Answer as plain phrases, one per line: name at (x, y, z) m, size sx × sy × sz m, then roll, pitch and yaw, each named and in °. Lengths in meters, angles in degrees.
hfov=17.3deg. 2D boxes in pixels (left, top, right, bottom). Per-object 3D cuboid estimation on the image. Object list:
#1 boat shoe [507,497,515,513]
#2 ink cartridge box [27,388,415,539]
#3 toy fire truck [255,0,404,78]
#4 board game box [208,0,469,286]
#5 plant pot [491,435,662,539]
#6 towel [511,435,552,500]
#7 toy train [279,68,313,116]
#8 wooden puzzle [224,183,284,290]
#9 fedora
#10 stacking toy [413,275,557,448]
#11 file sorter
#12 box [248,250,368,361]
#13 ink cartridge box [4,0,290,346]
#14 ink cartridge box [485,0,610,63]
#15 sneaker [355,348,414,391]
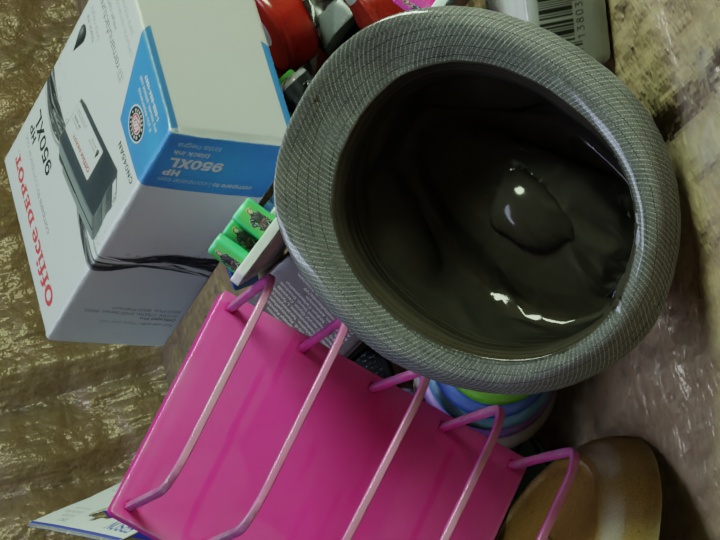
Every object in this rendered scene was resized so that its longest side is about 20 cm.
boat shoe at (0.053, 0.105, 1.438) m, size 0.071 × 0.063 × 0.200 m, roll 38°, pitch -149°, yaw -32°
ink cartridge box at (-0.081, 0.130, 1.419) m, size 0.047 × 0.200 × 0.198 m, roll 65°, pitch 159°, yaw -7°
toy fire truck at (0.008, -0.126, 1.495) m, size 0.168 × 0.112 × 0.200 m, roll 50°, pitch 162°, yaw 12°
board game box at (-0.006, -0.085, 1.274) m, size 0.026 × 0.200 × 0.200 m, roll 37°, pitch -174°, yaw 1°
plant pot at (0.096, 0.176, 1.257) m, size 0.200 × 0.027 × 0.200 m, roll -59°, pitch 15°, yaw 26°
towel at (0.081, 0.181, 1.394) m, size 0.022 × 0.147 × 0.200 m, roll 36°, pitch -172°, yaw -25°
toy train at (0.013, -0.047, 1.441) m, size 0.200 × 0.042 × 0.056 m, roll 46°, pitch 152°, yaw -2°
wooden puzzle at (-0.094, -0.082, 1.509) m, size 0.185 × 0.046 × 0.200 m, roll 82°, pitch 170°, yaw -56°
fedora at (0.066, -0.034, 1.156) m, size 0.177 × 0.200 × 0.090 m, roll -66°, pitch -14°, yaw 11°
stacking toy at (0.072, 0.041, 1.297) m, size 0.200 × 0.085 × 0.086 m, roll 88°, pitch 167°, yaw -75°
file sorter at (-0.005, 0.109, 1.249) m, size 0.139 × 0.200 × 0.125 m, roll -63°, pitch 10°, yaw -17°
box at (0.000, 0.000, 1.383) m, size 0.075 × 0.100 × 0.200 m, roll 46°, pitch 128°, yaw 4°
ink cartridge box at (-0.128, -0.069, 1.385) m, size 0.200 × 0.084 × 0.145 m, roll -54°, pitch 43°, yaw 43°
ink cartridge box at (0.068, -0.201, 1.227) m, size 0.200 × 0.057 × 0.163 m, roll -140°, pitch 38°, yaw -64°
sneaker at (0.020, 0.039, 1.544) m, size 0.083 × 0.121 × 0.200 m, roll 8°, pitch 123°, yaw 30°
